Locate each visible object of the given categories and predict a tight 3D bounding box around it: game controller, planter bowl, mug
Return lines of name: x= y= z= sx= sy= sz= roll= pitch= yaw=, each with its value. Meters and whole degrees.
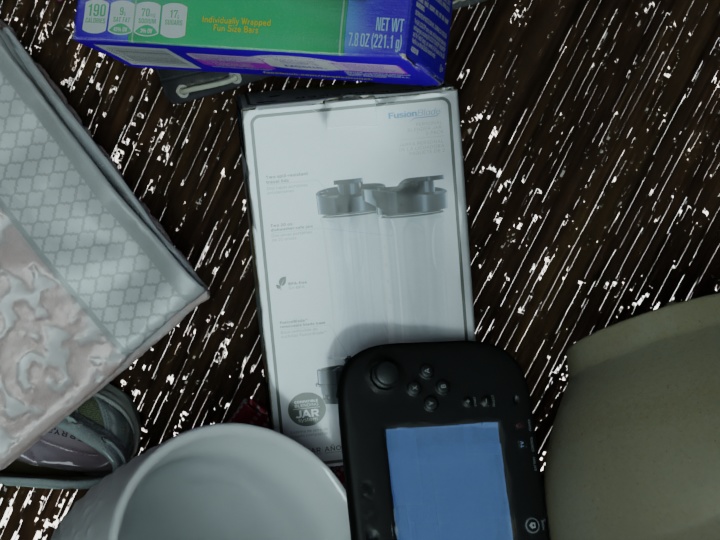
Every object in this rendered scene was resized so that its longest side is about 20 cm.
game controller: x=0.046 y=0.134 z=1.023 sx=0.104 sy=0.042 sz=0.200 roll=-4 pitch=75 yaw=-9
planter bowl: x=0.182 y=0.088 z=1.057 sx=0.200 sy=0.200 sz=0.135 roll=-17 pitch=78 yaw=7
mug: x=-0.095 y=0.196 z=1.056 sx=0.148 sy=0.175 sz=0.200 roll=1 pitch=72 yaw=-30

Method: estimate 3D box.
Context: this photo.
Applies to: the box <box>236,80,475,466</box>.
box: x=0.000 y=0.000 z=1.080 sx=0.117 sy=0.060 sz=0.200 roll=-7 pitch=103 yaw=-4

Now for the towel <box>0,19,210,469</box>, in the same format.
towel: x=-0.210 y=-0.005 z=1.079 sx=0.191 sy=0.032 sz=0.200 roll=-39 pitch=87 yaw=4

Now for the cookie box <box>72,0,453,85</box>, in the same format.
cookie box: x=-0.038 y=-0.198 z=0.969 sx=0.171 sy=0.075 sz=0.200 roll=5 pitch=86 yaw=16

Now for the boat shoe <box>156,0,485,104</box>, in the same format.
boat shoe: x=-0.015 y=-0.130 z=1.049 sx=0.200 sy=0.074 sz=0.060 roll=-10 pitch=105 yaw=8

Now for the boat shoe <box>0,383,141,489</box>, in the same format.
boat shoe: x=-0.225 y=0.084 z=1.121 sx=0.202 sy=0.065 sz=0.074 roll=12 pitch=106 yaw=-1

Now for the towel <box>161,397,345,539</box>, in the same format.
towel: x=-0.021 y=0.179 z=1.163 sx=0.200 sy=0.022 sz=0.145 roll=34 pitch=106 yaw=-5
